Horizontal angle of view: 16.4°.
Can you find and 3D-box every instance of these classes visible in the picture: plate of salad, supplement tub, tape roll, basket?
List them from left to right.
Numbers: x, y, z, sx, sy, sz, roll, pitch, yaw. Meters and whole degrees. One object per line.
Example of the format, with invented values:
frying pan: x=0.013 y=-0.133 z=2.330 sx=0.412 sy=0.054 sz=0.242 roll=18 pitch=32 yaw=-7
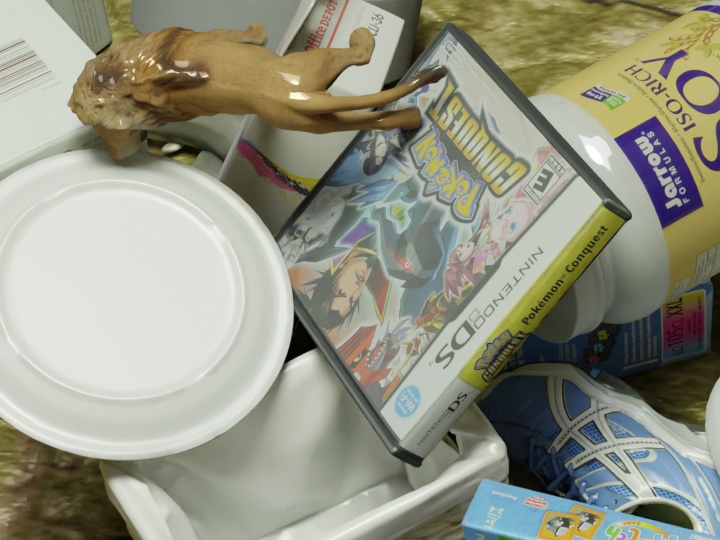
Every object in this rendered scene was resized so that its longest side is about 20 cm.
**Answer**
plate of salad: x=-0.138 y=0.021 z=1.414 sx=0.199 sy=0.048 sz=0.201 roll=5 pitch=59 yaw=-8
tape roll: x=-0.057 y=-0.190 z=1.732 sx=0.200 sy=0.066 sz=0.200 roll=10 pitch=22 yaw=-4
basket: x=-0.026 y=0.142 z=1.411 sx=0.200 sy=0.124 sz=0.136 roll=-25 pitch=46 yaw=-17
supplement tub: x=0.169 y=-0.057 z=1.460 sx=0.200 sy=0.146 sz=0.145 roll=-29 pitch=48 yaw=-20

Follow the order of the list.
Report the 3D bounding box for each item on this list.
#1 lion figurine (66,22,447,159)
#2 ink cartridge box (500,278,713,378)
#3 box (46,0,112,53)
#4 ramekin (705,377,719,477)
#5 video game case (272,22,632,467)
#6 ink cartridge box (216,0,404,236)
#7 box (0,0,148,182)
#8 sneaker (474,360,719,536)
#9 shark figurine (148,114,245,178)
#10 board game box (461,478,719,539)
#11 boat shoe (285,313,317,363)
lion figurine: x=-0.062 y=-0.105 z=1.406 sx=0.200 sy=0.073 sz=0.122 roll=-1 pitch=8 yaw=40
ink cartridge box: x=0.104 y=0.008 z=1.558 sx=0.199 sy=0.076 sz=0.137 roll=-13 pitch=45 yaw=-6
box: x=-0.306 y=-0.177 z=1.792 sx=0.152 sy=0.107 sz=0.200 roll=28 pitch=55 yaw=32
ramekin: x=0.303 y=0.078 z=1.398 sx=0.200 sy=0.098 sz=0.201 roll=10 pitch=41 yaw=-9
video game case: x=0.040 y=-0.019 z=1.383 sx=0.181 sy=0.025 sz=0.200 roll=-51 pitch=41 yaw=12
ink cartridge box: x=-0.033 y=-0.098 z=1.553 sx=0.067 sy=0.200 sz=0.117 roll=24 pitch=34 yaw=-5
box: x=-0.204 y=-0.049 z=1.568 sx=0.106 sy=0.200 sz=0.152 roll=-27 pitch=47 yaw=-19
sneaker: x=0.144 y=0.114 z=1.444 sx=0.200 sy=0.076 sz=0.077 roll=19 pitch=47 yaw=28
shark figurine: x=-0.128 y=-0.109 z=1.711 sx=0.214 sy=0.090 sz=0.128 roll=9 pitch=46 yaw=15
board game box: x=0.159 y=0.188 z=1.287 sx=0.200 sy=0.151 sz=0.037 roll=11 pitch=50 yaw=24
boat shoe: x=0.001 y=0.000 z=1.513 sx=0.072 sy=0.201 sz=0.066 roll=22 pitch=16 yaw=-28
